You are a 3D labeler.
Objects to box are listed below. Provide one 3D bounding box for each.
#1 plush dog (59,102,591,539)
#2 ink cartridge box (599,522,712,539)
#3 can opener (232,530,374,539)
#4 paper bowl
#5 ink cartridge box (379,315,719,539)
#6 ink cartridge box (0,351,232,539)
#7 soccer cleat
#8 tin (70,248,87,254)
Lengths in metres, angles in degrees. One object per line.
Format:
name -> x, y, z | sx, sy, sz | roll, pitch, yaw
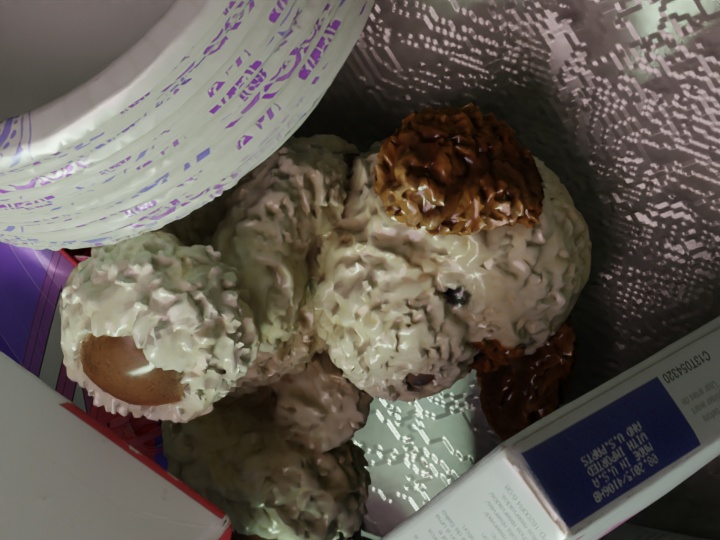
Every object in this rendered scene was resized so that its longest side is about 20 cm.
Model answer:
plush dog -> 0.000, 0.000, 0.845 | 0.171, 0.161, 0.200 | -5, 149, 14
ink cartridge box -> 0.163, 0.160, 0.830 | 0.199, 0.145, 0.084 | 8, 99, 21
can opener -> -0.078, 0.118, 1.001 | 0.199, 0.053, 0.067 | 16, 128, 18
paper bowl -> -0.079, -0.101, 0.763 | 0.199, 0.202, 0.104 | -5, 152, 30
ink cartridge box -> 0.056, 0.090, 0.817 | 0.043, 0.196, 0.200 | 55, 131, 9
ink cartridge box -> -0.134, 0.137, 0.852 | 0.146, 0.083, 0.201 | 32, 139, 20
soccer cleat -> -0.105, 0.023, 0.893 | 0.073, 0.068, 0.201 | -14, 112, 35
tin -> -0.138, -0.026, 0.941 | 0.111, 0.042, 0.201 | 15, 128, 12
